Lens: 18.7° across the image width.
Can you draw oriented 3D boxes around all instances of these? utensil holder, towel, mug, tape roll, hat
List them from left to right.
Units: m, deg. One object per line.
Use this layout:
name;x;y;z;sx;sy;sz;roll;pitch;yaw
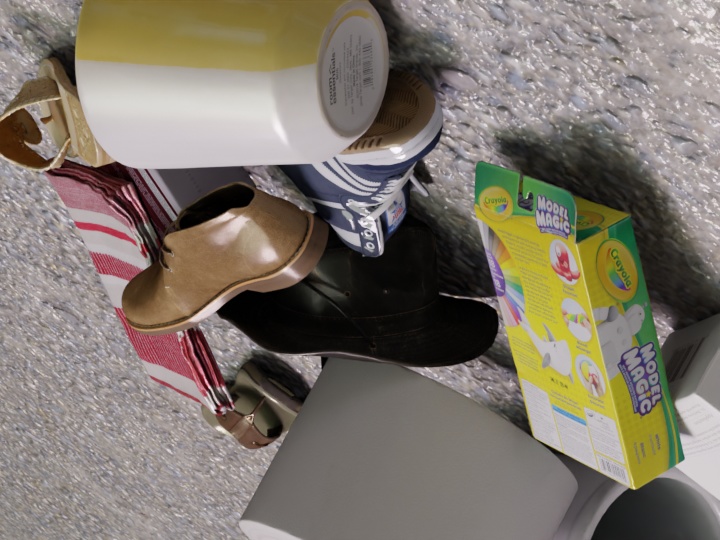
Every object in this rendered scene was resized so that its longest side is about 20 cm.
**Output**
towel;-0.169;0.012;1.649;0.144;0.023;0.201;20;138;59
mug;-0.075;-0.137;1.308;0.153;0.150;0.187;10;155;30
hat;0.000;0.000;1.523;0.200;0.200;0.081;17;111;35
tape roll;0.033;0.166;1.531;0.202;0.140;0.203;27;165;8
utensil holder;0.163;0.221;1.661;0.170;0.170;0.200;46;157;-26

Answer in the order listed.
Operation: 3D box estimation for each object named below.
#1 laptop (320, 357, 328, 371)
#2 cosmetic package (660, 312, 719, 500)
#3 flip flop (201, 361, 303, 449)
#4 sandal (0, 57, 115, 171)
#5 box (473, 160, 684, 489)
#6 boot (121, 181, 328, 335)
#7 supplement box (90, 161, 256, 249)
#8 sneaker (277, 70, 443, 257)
laptop;-0.078;0.055;1.725;0.115;0.201;0.187;-4;152;1
cosmetic package;0.282;0.117;1.403;0.200;0.081;0.113;37;157;-9
flip flop;-0.102;0.132;1.974;0.081;0.058;0.200;39;157;-12
sandal;-0.235;-0.107;1.591;0.212;0.069;0.078;-157;52;-66
box;0.133;0.026;1.369;0.117;0.048;0.201;25;138;56
boot;-0.112;-0.013;1.494;0.075;0.074;0.200;34;143;-28
supplement box;-0.145;-0.056;1.614;0.109;0.061;0.200;56;158;8
sneaker;0.016;-0.065;1.408;0.109;0.070;0.200;50;160;-22
